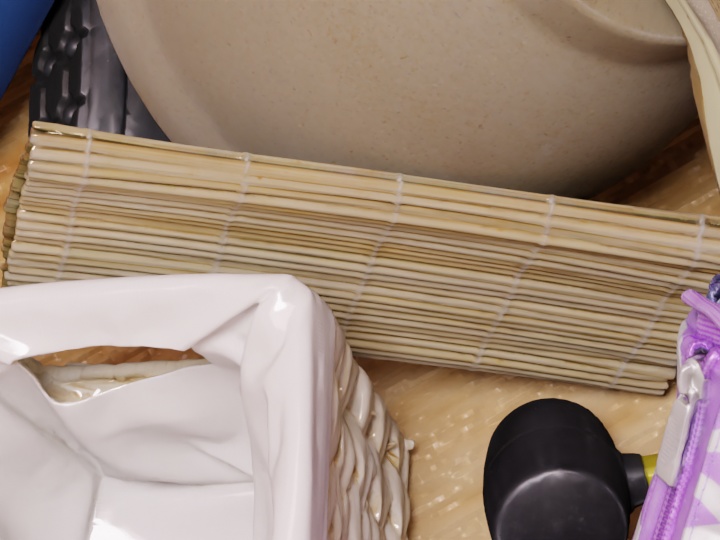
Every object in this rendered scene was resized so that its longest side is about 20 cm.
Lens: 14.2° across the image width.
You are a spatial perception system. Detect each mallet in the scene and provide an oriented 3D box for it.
[{"bbox_3d":[0.130,0.044,0.819,0.200,0.066,0.041,-14,106,-3],"label":"mallet"}]

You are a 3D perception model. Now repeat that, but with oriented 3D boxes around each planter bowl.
[{"bbox_3d":[0.041,-0.110,0.793,0.135,0.200,0.201,-12,58,57],"label":"planter bowl"}]

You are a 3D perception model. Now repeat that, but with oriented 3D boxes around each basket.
[{"bbox_3d":[-0.063,0.116,0.801,0.135,0.123,0.200,-4,67,17],"label":"basket"}]

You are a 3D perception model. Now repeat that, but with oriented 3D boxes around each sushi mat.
[{"bbox_3d":[0.000,0.000,0.802,0.199,0.096,0.012,7,61,-7],"label":"sushi mat"}]

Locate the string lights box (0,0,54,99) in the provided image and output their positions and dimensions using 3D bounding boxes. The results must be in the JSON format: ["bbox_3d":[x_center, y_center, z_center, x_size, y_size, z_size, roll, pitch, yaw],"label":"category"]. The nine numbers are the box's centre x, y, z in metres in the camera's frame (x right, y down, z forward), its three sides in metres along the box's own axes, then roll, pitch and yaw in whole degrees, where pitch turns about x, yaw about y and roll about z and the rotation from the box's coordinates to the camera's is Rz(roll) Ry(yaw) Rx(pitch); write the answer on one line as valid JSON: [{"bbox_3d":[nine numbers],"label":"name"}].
[{"bbox_3d":[-0.142,-0.113,0.901,0.103,0.059,0.200,49,122,28],"label":"string lights box"}]

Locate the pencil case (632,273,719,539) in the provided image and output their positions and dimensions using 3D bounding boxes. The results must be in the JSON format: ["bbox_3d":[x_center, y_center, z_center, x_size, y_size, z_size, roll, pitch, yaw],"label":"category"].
[{"bbox_3d":[0.092,0.105,0.746,0.084,0.085,0.200,21,97,50],"label":"pencil case"}]

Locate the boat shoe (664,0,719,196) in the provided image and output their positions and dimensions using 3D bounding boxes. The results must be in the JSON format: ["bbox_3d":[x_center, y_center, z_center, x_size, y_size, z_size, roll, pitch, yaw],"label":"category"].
[{"bbox_3d":[0.107,-0.087,0.710,0.074,0.066,0.200,-26,94,-31],"label":"boat shoe"}]

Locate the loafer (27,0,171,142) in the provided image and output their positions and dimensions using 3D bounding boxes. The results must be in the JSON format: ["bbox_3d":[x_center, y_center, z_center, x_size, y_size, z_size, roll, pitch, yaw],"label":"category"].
[{"bbox_3d":[-0.063,-0.106,0.926,0.068,0.070,0.201,-26,58,56],"label":"loafer"}]
